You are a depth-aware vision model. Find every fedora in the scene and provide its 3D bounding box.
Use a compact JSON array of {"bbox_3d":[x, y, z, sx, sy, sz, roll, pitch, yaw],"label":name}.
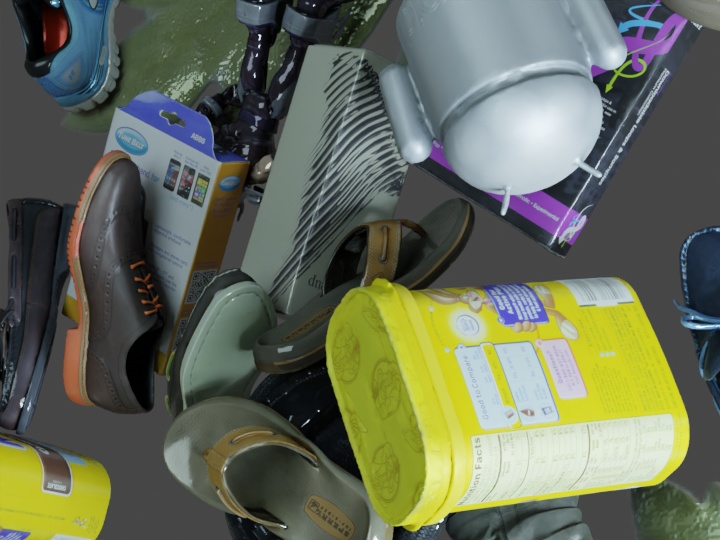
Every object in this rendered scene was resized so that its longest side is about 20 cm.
[{"bbox_3d":[0.002,0.143,1.280,0.200,0.091,0.202,-8,75,34],"label":"fedora"}]

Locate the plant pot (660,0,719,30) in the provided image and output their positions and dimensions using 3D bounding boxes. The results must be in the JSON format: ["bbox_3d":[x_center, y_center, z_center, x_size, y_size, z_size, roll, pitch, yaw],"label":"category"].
[{"bbox_3d":[0.247,-0.280,1.182,0.199,0.173,0.201,-9,66,21],"label":"plant pot"}]

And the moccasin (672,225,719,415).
[{"bbox_3d":[0.255,0.056,1.170,0.080,0.068,0.201,-31,64,20],"label":"moccasin"}]

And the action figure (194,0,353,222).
[{"bbox_3d":[-0.072,-0.130,1.409,0.130,0.069,0.201,27,106,26],"label":"action figure"}]

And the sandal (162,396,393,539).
[{"bbox_3d":[-0.064,0.142,1.233,0.199,0.054,0.081,28,96,37],"label":"sandal"}]

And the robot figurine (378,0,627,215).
[{"bbox_3d":[0.094,-0.136,1.245,0.169,0.113,0.201,-27,67,14],"label":"robot figurine"}]

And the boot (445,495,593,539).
[{"bbox_3d":[0.146,0.186,1.206,0.199,0.068,0.131,-18,63,24],"label":"boot"}]

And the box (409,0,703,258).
[{"bbox_3d":[0.138,-0.130,1.306,0.143,0.036,0.201,34,97,31],"label":"box"}]

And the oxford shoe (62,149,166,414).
[{"bbox_3d":[-0.174,0.011,1.375,0.072,0.071,0.201,14,111,26],"label":"oxford shoe"}]

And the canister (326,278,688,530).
[{"bbox_3d":[0.095,0.078,1.168,0.087,0.199,0.149,-55,46,49],"label":"canister"}]

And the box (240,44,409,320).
[{"bbox_3d":[-0.020,-0.058,1.345,0.068,0.082,0.201,11,84,46],"label":"box"}]

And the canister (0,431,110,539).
[{"bbox_3d":[-0.302,0.157,1.389,0.148,0.200,0.087,11,83,31],"label":"canister"}]

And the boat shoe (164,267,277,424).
[{"bbox_3d":[-0.108,0.066,1.327,0.061,0.071,0.202,59,150,36],"label":"boat shoe"}]

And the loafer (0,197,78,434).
[{"bbox_3d":[-0.271,0.033,1.456,0.063,0.072,0.201,15,62,-11],"label":"loafer"}]

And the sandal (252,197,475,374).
[{"bbox_3d":[0.000,0.000,1.282,0.199,0.055,0.082,-34,16,-18],"label":"sandal"}]

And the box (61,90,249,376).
[{"bbox_3d":[-0.157,-0.034,1.418,0.119,0.041,0.201,28,108,32],"label":"box"}]

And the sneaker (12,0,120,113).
[{"bbox_3d":[-0.244,-0.237,1.521,0.078,0.090,0.201,-13,71,27],"label":"sneaker"}]
